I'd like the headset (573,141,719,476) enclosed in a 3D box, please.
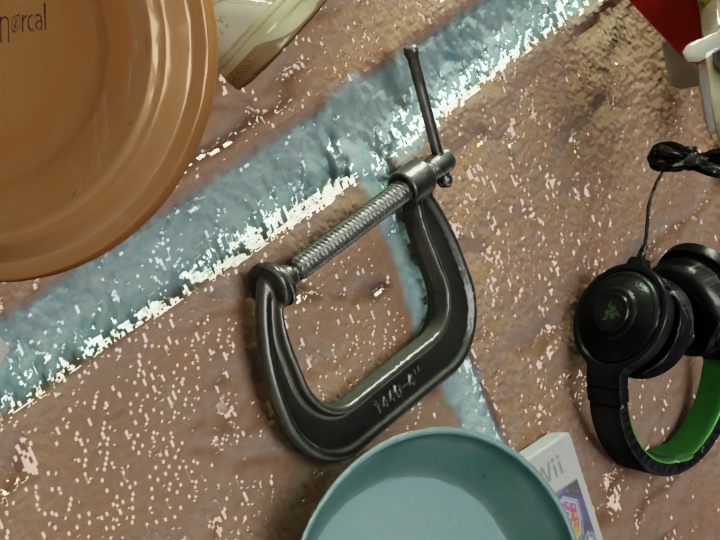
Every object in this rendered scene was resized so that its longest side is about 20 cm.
[{"bbox_3d":[0.191,0.024,1.549,0.123,0.094,0.201,-17,108,-45],"label":"headset"}]

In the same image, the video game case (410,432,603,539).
[{"bbox_3d":[0.101,0.211,1.489,0.143,0.018,0.201,-29,105,-43],"label":"video game case"}]

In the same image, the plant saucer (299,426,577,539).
[{"bbox_3d":[0.033,0.183,1.396,0.200,0.036,0.201,1,88,-34],"label":"plant saucer"}]

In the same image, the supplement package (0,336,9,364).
[{"bbox_3d":[-0.288,0.038,1.032,0.200,0.147,0.191,51,53,-28],"label":"supplement package"}]

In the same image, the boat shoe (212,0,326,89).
[{"bbox_3d":[-0.033,-0.173,1.368,0.065,0.071,0.200,42,41,-6],"label":"boat shoe"}]

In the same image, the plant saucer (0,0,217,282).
[{"bbox_3d":[-0.162,-0.095,1.150,0.032,0.200,0.201,-5,88,-80],"label":"plant saucer"}]

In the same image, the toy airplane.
[{"bbox_3d":[0.209,-0.178,1.559,0.200,0.141,0.199,65,26,1],"label":"toy airplane"}]

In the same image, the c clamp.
[{"bbox_3d":[0.000,0.000,1.415,0.200,0.027,0.171,-44,120,-41],"label":"c clamp"}]
